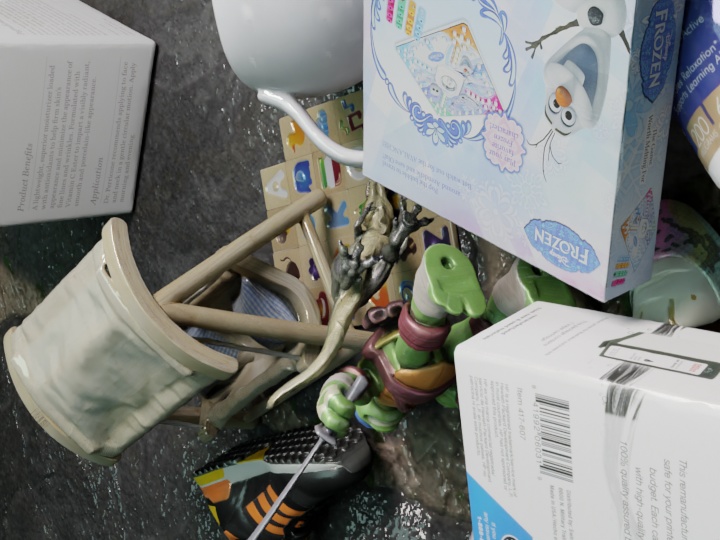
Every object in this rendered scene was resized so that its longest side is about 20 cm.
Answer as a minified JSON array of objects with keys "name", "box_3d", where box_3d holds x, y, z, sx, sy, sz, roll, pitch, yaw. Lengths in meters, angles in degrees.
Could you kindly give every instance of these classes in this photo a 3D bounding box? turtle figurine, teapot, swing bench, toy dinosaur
[{"name":"turtle figurine","box_3d":[0.050,0.087,0.797,0.143,0.201,0.195,29,135,-3]},{"name":"teapot","box_3d":[-0.009,-0.202,0.821,0.144,0.199,0.202,1,129,11]},{"name":"swing bench","box_3d":[-0.129,0.051,0.941,0.198,0.198,0.131,-36,72,47]},{"name":"toy dinosaur","box_3d":[0.000,0.000,0.829,0.047,0.201,0.088,31,138,-3]}]

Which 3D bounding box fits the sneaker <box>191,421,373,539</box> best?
[{"name":"sneaker","box_3d":[-0.049,0.176,0.990,0.199,0.070,0.091,-16,99,47]}]

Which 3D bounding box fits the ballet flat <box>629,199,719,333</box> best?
[{"name":"ballet flat","box_3d":[0.187,0.056,0.702,0.069,0.071,0.203,-27,76,44]}]

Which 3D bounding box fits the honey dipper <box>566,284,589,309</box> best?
[{"name":"honey dipper","box_3d":[0.114,-0.037,0.796,0.038,0.038,0.202,-32,75,45]}]

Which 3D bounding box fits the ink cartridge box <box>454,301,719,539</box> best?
[{"name":"ink cartridge box","box_3d":[0.152,0.109,0.640,0.198,0.084,0.148,11,115,42]}]

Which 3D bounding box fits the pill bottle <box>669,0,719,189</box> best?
[{"name":"pill bottle","box_3d":[0.182,-0.149,0.646,0.111,0.110,0.202,-44,65,41]}]

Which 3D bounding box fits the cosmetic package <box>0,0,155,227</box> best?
[{"name":"cosmetic package","box_3d":[-0.313,-0.146,1.119,0.164,0.198,0.167,32,118,39]}]

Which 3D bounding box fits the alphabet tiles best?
[{"name":"alphabet tiles","box_3d":[-0.005,-0.043,0.944,0.199,0.006,0.169,-11,89,47]}]

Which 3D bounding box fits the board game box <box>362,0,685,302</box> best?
[{"name":"board game box","box_3d":[0.076,-0.114,0.673,0.199,0.043,0.202,31,131,43]}]
